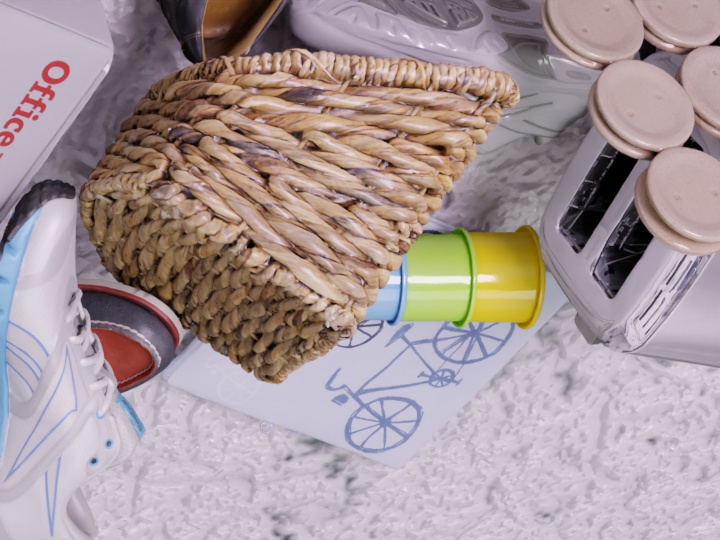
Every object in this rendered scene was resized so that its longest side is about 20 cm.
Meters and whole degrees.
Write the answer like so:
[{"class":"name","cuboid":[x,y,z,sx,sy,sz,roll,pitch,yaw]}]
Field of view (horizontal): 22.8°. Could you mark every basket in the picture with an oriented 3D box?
[{"class":"basket","cuboid":[-0.041,-0.050,0.864,0.143,0.149,0.200,36,164,-5]}]

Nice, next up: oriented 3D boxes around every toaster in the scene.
[{"class":"toaster","cuboid":[0.186,-0.037,0.929,0.129,0.114,0.200,2,132,-36]}]

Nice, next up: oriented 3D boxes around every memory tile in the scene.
[{"class":"memory tile","cuboid":[0.190,-0.087,0.851,0.200,0.153,0.017,-14,155,-30]}]

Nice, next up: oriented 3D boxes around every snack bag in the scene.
[{"class":"snack bag","cuboid":[0.003,0.036,1.077,0.200,0.021,0.189,22,123,-33]}]

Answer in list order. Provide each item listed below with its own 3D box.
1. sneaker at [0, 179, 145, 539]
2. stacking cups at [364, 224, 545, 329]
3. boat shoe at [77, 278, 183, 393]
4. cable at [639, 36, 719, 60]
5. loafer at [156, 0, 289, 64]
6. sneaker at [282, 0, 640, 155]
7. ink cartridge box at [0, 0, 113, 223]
[{"class":"sneaker","cuboid":[-0.144,0.051,0.868,0.087,0.075,0.200,12,115,-1]},{"class":"stacking cups","cuboid":[0.000,0.000,0.992,0.200,0.061,0.061,2,134,-15]},{"class":"boat shoe","cuboid":[-0.181,0.056,0.942,0.200,0.063,0.071,-12,125,30]},{"class":"cable","cuboid":[0.178,-0.075,1.025,0.097,0.050,0.200,-14,128,15]},{"class":"loafer","cuboid":[-0.027,-0.174,0.803,0.073,0.072,0.200,12,129,-29]},{"class":"sneaker","cuboid":[0.043,-0.099,0.909,0.200,0.078,0.099,10,134,-28]},{"class":"ink cartridge box","cuboid":[-0.233,-0.104,0.791,0.200,0.086,0.146,18,127,-36]}]
